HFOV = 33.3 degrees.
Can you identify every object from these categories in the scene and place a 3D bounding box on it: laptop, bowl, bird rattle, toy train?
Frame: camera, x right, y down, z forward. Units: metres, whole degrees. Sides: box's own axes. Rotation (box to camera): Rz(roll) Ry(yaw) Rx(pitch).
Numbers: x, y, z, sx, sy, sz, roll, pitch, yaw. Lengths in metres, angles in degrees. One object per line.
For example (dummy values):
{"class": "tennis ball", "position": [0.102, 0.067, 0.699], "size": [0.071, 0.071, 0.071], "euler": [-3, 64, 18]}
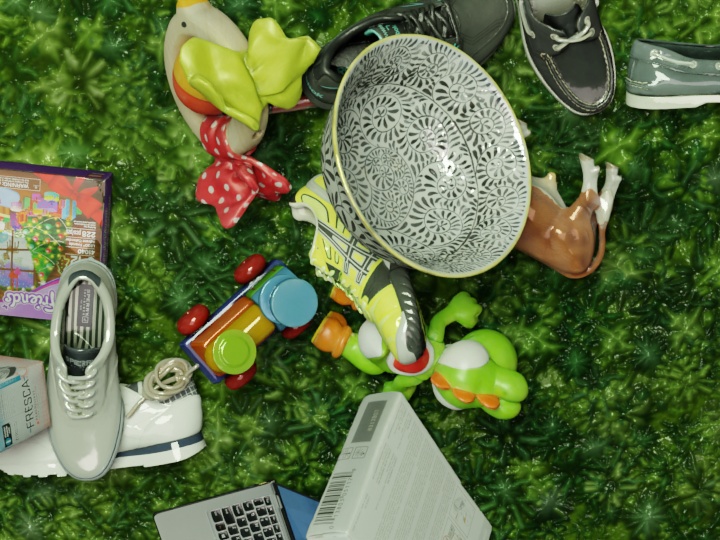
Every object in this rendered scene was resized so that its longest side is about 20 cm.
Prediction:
{"class": "laptop", "position": [-0.085, 0.311, 1.147], "size": [0.199, 0.116, 0.188], "euler": [-15, 103, 4]}
{"class": "bowl", "position": [0.035, -0.082, 0.987], "size": [0.200, 0.094, 0.202], "euler": [11, 71, -34]}
{"class": "bird rattle", "position": [-0.111, -0.147, 1.031], "size": [0.112, 0.200, 0.163], "euler": [-28, 68, -22]}
{"class": "toy train", "position": [-0.123, 0.073, 1.064], "size": [0.200, 0.116, 0.085], "euler": [-42, 101, -11]}

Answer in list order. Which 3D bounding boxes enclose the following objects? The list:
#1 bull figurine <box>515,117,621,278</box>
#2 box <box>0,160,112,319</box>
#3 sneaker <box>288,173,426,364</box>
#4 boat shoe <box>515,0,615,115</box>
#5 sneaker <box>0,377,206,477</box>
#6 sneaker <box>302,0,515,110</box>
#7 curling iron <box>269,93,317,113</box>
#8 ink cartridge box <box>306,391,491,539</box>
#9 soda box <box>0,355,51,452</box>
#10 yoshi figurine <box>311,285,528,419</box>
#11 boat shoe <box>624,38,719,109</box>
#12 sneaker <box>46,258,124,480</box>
{"class": "bull figurine", "position": [0.135, -0.071, 1.076], "size": [0.199, 0.065, 0.122], "euler": [26, 105, -5]}
{"class": "box", "position": [-0.331, -0.030, 1.100], "size": [0.199, 0.039, 0.138], "euler": [5, 105, -2]}
{"class": "sneaker", "position": [0.000, 0.000, 1.052], "size": [0.076, 0.076, 0.201], "euler": [-23, 60, -2]}
{"class": "boat shoe", "position": [0.173, -0.227, 1.040], "size": [0.074, 0.060, 0.201], "euler": [-19, 103, 4]}
{"class": "sneaker", "position": [-0.247, 0.147, 1.135], "size": [0.199, 0.076, 0.081], "euler": [-9, 95, -4]}
{"class": "sneaker", "position": [0.045, -0.191, 1.026], "size": [0.199, 0.079, 0.076], "euler": [-25, 88, -6]}
{"class": "curling iron", "position": [-0.004, -0.169, 1.072], "size": [0.199, 0.026, 0.050], "euler": [-3, 107, 0]}
{"class": "ink cartridge box", "position": [0.042, 0.237, 1.100], "size": [0.057, 0.163, 0.200], "euler": [-8, 128, 31]}
{"class": "soda box", "position": [-0.376, 0.110, 1.079], "size": [0.199, 0.068, 0.064], "euler": [3, 106, 28]}
{"class": "yoshi figurine", "position": [0.064, 0.070, 1.113], "size": [0.199, 0.113, 0.112], "euler": [27, 62, 7]}
{"class": "boat shoe", "position": [0.331, -0.181, 1.047], "size": [0.199, 0.073, 0.062], "euler": [-5, 108, 6]}
{"class": "sneaker", "position": [-0.249, 0.092, 1.062], "size": [0.073, 0.071, 0.201], "euler": [-1, 97, -2]}
